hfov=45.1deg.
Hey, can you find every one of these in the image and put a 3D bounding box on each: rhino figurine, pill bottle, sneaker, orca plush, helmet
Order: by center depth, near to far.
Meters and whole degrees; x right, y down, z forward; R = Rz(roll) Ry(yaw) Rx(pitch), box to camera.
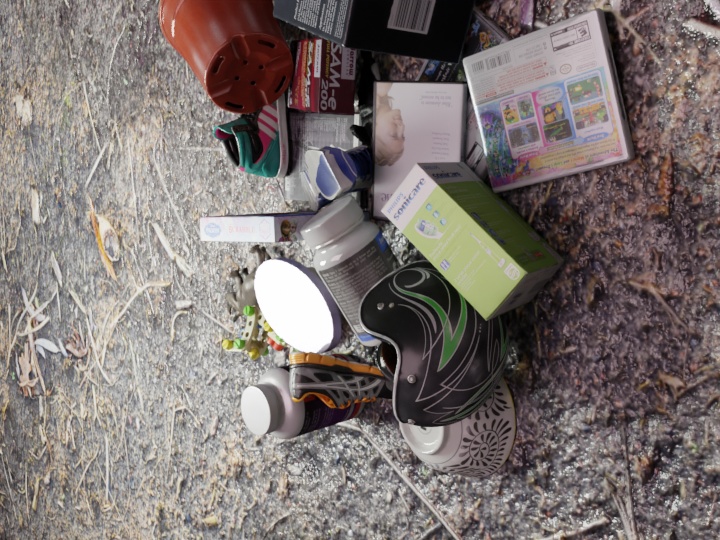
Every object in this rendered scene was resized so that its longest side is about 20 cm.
[{"bbox_3d":[0.101,0.102,1.145,0.191,0.198,0.202,48,127,34],"label":"helmet"},{"bbox_3d":[0.000,0.000,1.285,0.113,0.114,0.201,-16,111,46],"label":"pill bottle"},{"bbox_3d":[0.019,-0.225,1.287,0.105,0.070,0.203,5,110,62],"label":"orca plush"},{"bbox_3d":[-0.021,-0.155,1.301,0.081,0.114,0.199,64,167,-1],"label":"sneaker"},{"bbox_3d":[-0.021,0.178,1.337,0.078,0.197,0.078,152,130,-71],"label":"sneaker"},{"bbox_3d":[-0.091,0.204,1.401,0.112,0.198,0.114,9,103,45],"label":"pill bottle"},{"bbox_3d":[-0.193,-0.257,1.486,0.083,0.119,0.203,-14,81,62],"label":"sneaker"},{"bbox_3d":[-0.203,0.035,1.598,0.088,0.059,0.200,56,135,11],"label":"rhino figurine"}]

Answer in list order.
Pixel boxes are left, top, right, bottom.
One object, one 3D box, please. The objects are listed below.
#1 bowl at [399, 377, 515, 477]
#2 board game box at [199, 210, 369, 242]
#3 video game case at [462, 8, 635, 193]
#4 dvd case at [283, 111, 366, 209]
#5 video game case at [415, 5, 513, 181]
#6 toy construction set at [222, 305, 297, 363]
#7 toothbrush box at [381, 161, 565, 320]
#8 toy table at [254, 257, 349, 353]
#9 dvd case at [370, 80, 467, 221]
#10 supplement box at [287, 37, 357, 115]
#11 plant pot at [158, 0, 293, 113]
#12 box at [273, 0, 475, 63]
[{"bbox_3d":[0.118,0.213,1.258,0.199,0.093,0.204,10,104,45],"label":"bowl"},{"bbox_3d":[-0.122,-0.072,1.393,0.198,0.198,0.042,3,97,45],"label":"board game box"},{"bbox_3d":[0.233,-0.207,1.097,0.198,0.024,0.185,-11,95,41],"label":"video game case"},{"bbox_3d":[-0.061,-0.186,1.444,0.199,0.016,0.151,12,104,46],"label":"dvd case"},{"bbox_3d":[0.149,-0.242,1.207,0.182,0.023,0.201,51,130,28],"label":"video game case"},{"bbox_3d":[-0.149,0.129,1.531,0.199,0.092,0.132,31,94,31],"label":"toy construction set"},{"bbox_3d":[0.147,-0.045,1.119,0.200,0.145,0.086,48,117,17],"label":"toothbrush box"},{"bbox_3d":[-0.069,0.049,1.415,0.200,0.116,0.185,48,127,30],"label":"toy table"},{"bbox_3d":[0.080,-0.166,1.234,0.141,0.017,0.203,7,103,27],"label":"dvd case"},{"bbox_3d":[-0.061,-0.300,1.337,0.200,0.060,0.110,-146,57,-68],"label":"supplement box"},{"bbox_3d":[-0.207,-0.371,1.409,0.202,0.199,0.196,-59,44,34],"label":"plant pot"},{"bbox_3d":[0.018,-0.371,1.176,0.196,0.198,0.125,39,123,47],"label":"box"}]
